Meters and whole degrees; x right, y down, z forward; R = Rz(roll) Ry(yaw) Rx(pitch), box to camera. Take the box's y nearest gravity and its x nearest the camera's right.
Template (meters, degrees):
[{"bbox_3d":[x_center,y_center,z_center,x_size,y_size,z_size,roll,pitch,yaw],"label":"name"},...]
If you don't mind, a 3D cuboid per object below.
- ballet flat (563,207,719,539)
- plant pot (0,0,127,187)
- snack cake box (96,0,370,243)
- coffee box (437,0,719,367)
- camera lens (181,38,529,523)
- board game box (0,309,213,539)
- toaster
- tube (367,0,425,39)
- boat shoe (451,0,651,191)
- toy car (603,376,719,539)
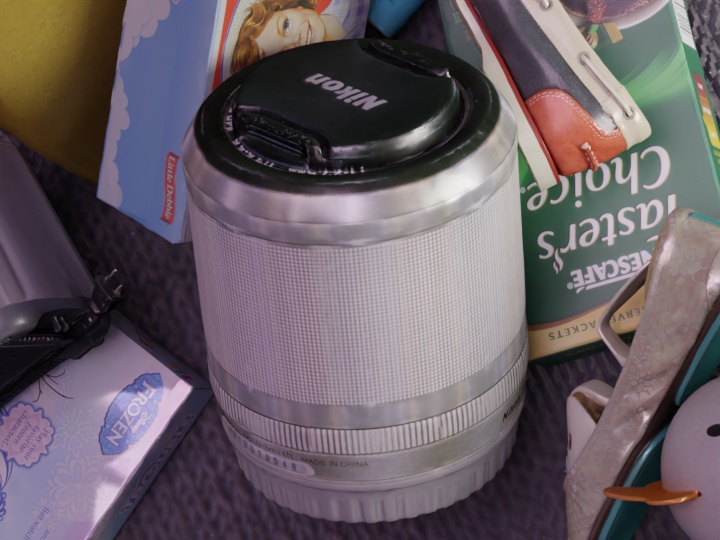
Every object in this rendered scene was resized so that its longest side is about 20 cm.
[{"bbox_3d":[0.137,0.056,1.418,0.062,0.067,0.201,35,117,20],"label":"ballet flat"},{"bbox_3d":[-0.179,-0.175,1.485,0.194,0.200,0.196,34,97,17],"label":"plant pot"},{"bbox_3d":[-0.058,-0.123,1.446,0.067,0.115,0.201,29,118,38],"label":"snack cake box"},{"bbox_3d":[0.121,-0.062,1.462,0.122,0.044,0.201,-15,81,16],"label":"coffee box"},{"bbox_3d":[0.000,0.000,1.396,0.159,0.160,0.201,7,124,18],"label":"camera lens"},{"bbox_3d":[-0.212,0.085,1.556,0.199,0.043,0.200,38,97,17],"label":"board game box"},{"bbox_3d":[-0.221,0.011,1.473,0.200,0.113,0.130,-36,73,27],"label":"toaster"},{"bbox_3d":[0.061,-0.211,1.494,0.077,0.050,0.200,43,95,19],"label":"tube"},{"bbox_3d":[0.076,-0.138,1.423,0.062,0.071,0.201,-26,74,5],"label":"boat shoe"},{"bbox_3d":[0.211,0.087,1.340,0.199,0.177,0.185,-17,92,6],"label":"toy car"}]
